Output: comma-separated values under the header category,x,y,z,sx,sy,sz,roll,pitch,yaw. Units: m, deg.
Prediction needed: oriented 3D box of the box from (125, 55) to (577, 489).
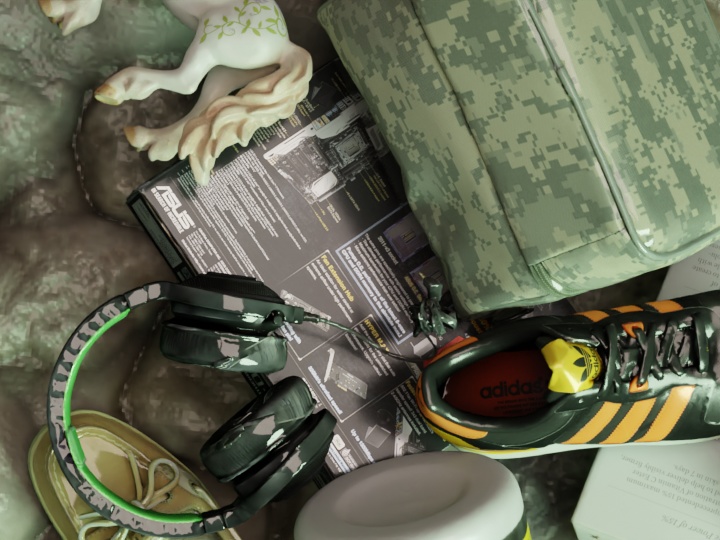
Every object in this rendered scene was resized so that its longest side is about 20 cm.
category,x,y,z,sx,sy,sz,roll,pitch,yaw
box,0.000,0.000,1.274,0.158,0.050,0.200,-35,92,-14

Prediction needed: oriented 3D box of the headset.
category,x,y,z,sx,sy,sz,roll,pitch,yaw
headset,-0.052,0.054,1.185,0.200,0.094,0.124,-20,93,-6

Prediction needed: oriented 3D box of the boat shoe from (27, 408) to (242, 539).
category,x,y,z,sx,sy,sz,roll,pitch,yaw
boat shoe,-0.086,0.150,1.229,0.073,0.063,0.201,-37,92,-14

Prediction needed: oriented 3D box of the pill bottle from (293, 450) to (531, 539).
category,x,y,z,sx,sy,sz,roll,pitch,yaw
pill bottle,0.042,0.199,1.209,0.112,0.112,0.200,-18,108,-14

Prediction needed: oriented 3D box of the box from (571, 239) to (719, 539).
category,x,y,z,sx,sy,sz,roll,pitch,yaw
box,0.203,0.067,1.267,0.124,0.097,0.200,20,79,14

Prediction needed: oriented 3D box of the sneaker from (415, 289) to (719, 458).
category,x,y,z,sx,sy,sz,roll,pitch,yaw
sneaker,0.123,0.050,1.183,0.200,0.090,0.070,-11,80,13

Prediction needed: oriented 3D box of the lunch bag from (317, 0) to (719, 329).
category,x,y,z,sx,sy,sz,roll,pitch,yaw
lunch bag,0.077,-0.082,1.194,0.139,0.168,0.200,-26,92,-47

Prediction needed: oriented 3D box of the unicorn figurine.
category,x,y,z,sx,sy,sz,roll,pitch,yaw
unicorn figurine,-0.091,-0.150,1.243,0.137,0.074,0.200,-34,86,2
